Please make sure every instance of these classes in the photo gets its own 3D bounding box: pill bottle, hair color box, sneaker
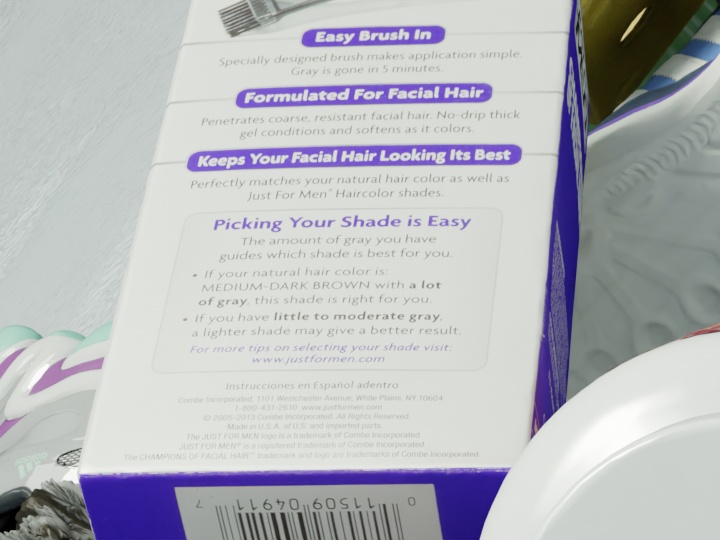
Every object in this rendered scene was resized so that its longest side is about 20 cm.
[{"bbox_3d":[0.082,0.067,0.591,0.113,0.113,0.200,-45,-8,7],"label":"pill bottle"},{"bbox_3d":[0.000,0.000,0.760,0.109,0.065,0.201,-1,44,10],"label":"hair color box"},{"bbox_3d":[-0.146,0.093,1.212,0.200,0.078,0.140,-18,34,57],"label":"sneaker"},{"bbox_3d":[0.124,-0.047,0.894,0.200,0.081,0.147,-49,1,31],"label":"sneaker"}]

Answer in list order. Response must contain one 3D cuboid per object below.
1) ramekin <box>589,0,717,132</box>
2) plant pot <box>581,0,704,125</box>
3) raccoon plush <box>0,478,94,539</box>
[{"bbox_3d":[0.097,-0.142,1.104,0.200,0.098,0.200,-41,20,18],"label":"ramekin"},{"bbox_3d":[0.043,-0.159,0.917,0.200,0.176,0.200,-51,-13,-1],"label":"plant pot"},{"bbox_3d":[-0.120,0.166,1.032,0.134,0.097,0.200,-55,1,7],"label":"raccoon plush"}]
